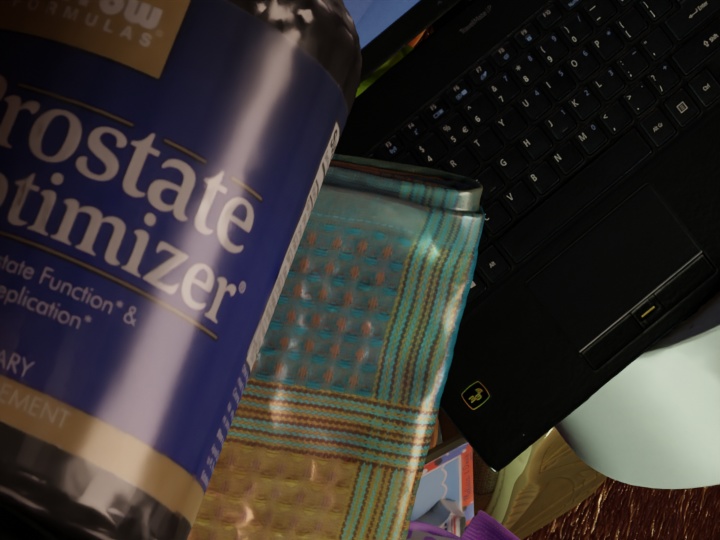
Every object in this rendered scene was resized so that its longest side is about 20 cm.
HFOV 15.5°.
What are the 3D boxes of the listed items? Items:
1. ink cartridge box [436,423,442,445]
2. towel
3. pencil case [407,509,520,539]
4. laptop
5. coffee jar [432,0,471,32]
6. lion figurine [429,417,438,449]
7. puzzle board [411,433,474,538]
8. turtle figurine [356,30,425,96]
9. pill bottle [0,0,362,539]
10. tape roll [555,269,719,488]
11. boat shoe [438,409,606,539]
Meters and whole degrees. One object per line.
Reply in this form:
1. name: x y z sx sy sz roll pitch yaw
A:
1. ink cartridge box: 0.060 0.043 1.237 0.163 0.050 0.201 -57 153 -42
2. towel: -0.048 0.058 0.792 0.022 0.146 0.202 -139 -120 -67
3. pencil case: -0.007 0.185 0.969 0.201 0.084 0.085 -54 171 18
4. laptop: 0.053 -0.060 0.810 0.177 0.200 0.103 -39 -173 2
5. coffee jar: 0.063 -0.142 0.988 0.200 0.103 0.086 62 25 -67
6. lion figurine: 0.000 0.111 1.058 0.123 0.072 0.201 -75 162 -53
7. puzzle board: -0.017 0.162 1.016 0.150 0.017 0.201 -25 141 -19
8. turtle figurine: 0.004 -0.105 0.868 0.199 0.064 0.162 -30 140 -10
9. pill bottle: -0.065 -0.030 0.681 0.112 0.111 0.201 58 50 -67
10. tape roll: 0.138 -0.018 0.953 0.066 0.199 0.201 51 49 -28
11. boat shoe: 0.068 0.066 1.118 0.071 0.065 0.200 -29 162 -21
